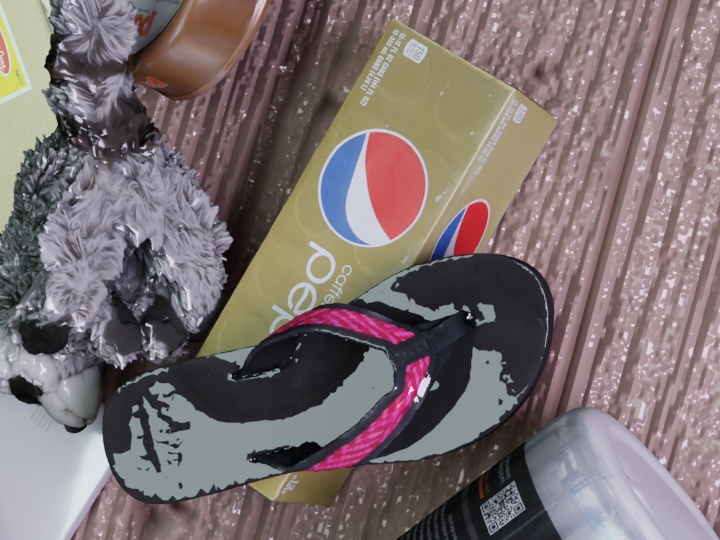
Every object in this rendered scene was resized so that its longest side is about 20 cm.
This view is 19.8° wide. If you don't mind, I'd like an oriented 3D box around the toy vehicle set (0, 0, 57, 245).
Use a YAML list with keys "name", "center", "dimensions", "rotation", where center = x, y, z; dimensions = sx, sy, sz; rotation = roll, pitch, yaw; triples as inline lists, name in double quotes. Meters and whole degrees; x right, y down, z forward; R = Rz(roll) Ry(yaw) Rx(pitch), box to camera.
- name: "toy vehicle set"
  center: [-0.194, -0.096, 0.981]
  dimensions: [0.123, 0.026, 0.202]
  rotation: [-22, 84, 12]

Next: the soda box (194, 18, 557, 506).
- name: "soda box"
  center: [0.000, 0.000, 0.885]
  dimensions: [0.067, 0.064, 0.201]
  rotation: [32, 95, 23]

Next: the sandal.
- name: "sandal"
  center: [-0.016, 0.049, 0.825]
  dimensions: [0.198, 0.045, 0.076]
  rotation: [-19, 82, 12]

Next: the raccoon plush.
- name: "raccoon plush"
  center: [-0.125, -0.030, 0.911]
  dimensions: [0.134, 0.096, 0.202]
  rotation: [-7, 76, 55]

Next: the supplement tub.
- name: "supplement tub"
  center: [0.047, 0.157, 0.806]
  dimensions: [0.200, 0.122, 0.123]
  rotation: [-38, 69, 13]

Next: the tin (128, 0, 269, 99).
- name: "tin"
  center: [-0.065, -0.178, 0.928]
  dimensions: [0.112, 0.042, 0.202]
  rotation: [21, 92, 61]

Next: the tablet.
- name: "tablet"
  center: [-0.211, 0.075, 0.994]
  dimensions: [0.199, 0.014, 0.131]
  rotation: [36, 96, 25]
